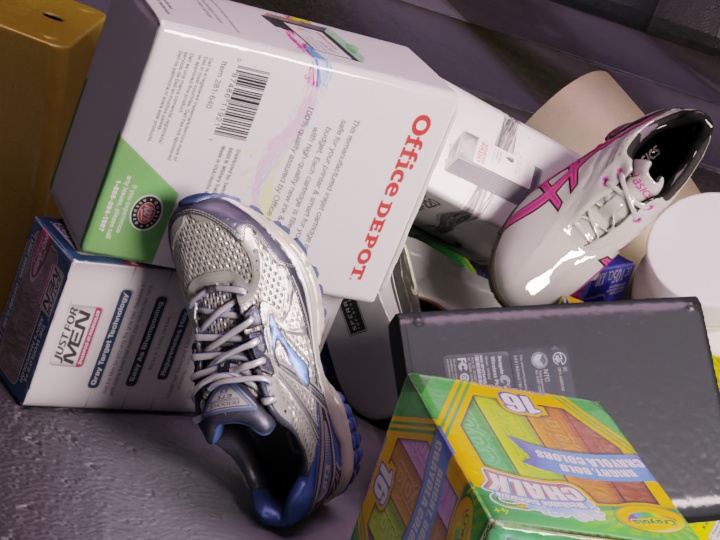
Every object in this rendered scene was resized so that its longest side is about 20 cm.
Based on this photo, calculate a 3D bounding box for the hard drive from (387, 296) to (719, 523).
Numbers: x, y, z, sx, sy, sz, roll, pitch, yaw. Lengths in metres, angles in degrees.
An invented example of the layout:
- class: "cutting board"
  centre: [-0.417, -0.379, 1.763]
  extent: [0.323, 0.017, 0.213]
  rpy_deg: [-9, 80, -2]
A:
- class: "hard drive"
  centre: [0.124, 0.089, 1.082]
  extent: [0.199, 0.140, 0.033]
  rpy_deg: [-3, -20, -14]

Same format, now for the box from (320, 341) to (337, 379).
- class: "box"
  centre: [-0.047, -0.022, 1.249]
  extent: [0.048, 0.201, 0.122]
  rpy_deg: [-13, -2, 33]

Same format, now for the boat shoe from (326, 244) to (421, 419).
- class: "boat shoe"
  centre: [0.000, 0.000, 1.213]
  extent: [0.070, 0.201, 0.064]
  rpy_deg: [-11, 4, 25]

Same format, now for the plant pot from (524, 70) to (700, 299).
- class: "plant pot"
  centre: [0.238, -0.049, 1.638]
  extent: [0.200, 0.188, 0.187]
  rpy_deg: [43, 24, 18]

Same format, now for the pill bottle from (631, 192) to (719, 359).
- class: "pill bottle"
  centre: [0.255, 0.039, 1.302]
  extent: [0.114, 0.200, 0.115]
  rpy_deg: [-4, 56, 5]

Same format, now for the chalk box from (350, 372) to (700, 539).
- class: "chalk box"
  centre: [0.086, 0.157, 0.912]
  extent: [0.124, 0.124, 0.200]
  rpy_deg: [11, 21, -21]

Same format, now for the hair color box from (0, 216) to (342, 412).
- class: "hair color box"
  centre: [-0.116, 0.031, 1.095]
  extent: [0.199, 0.100, 0.061]
  rpy_deg: [6, 25, -39]

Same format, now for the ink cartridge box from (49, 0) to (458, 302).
- class: "ink cartridge box"
  centre: [-0.063, -0.075, 1.057]
  extent: [0.199, 0.145, 0.084]
  rpy_deg: [10, 24, -30]

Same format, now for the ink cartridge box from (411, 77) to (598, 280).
- class: "ink cartridge box"
  centre: [0.083, -0.067, 1.343]
  extent: [0.200, 0.085, 0.146]
  rpy_deg: [29, -11, -15]

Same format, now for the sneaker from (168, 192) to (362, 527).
- class: "sneaker"
  centre: [-0.059, 0.053, 0.995]
  extent: [0.077, 0.201, 0.085]
  rpy_deg: [-14, 18, 29]

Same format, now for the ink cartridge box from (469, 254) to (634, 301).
- class: "ink cartridge box"
  centre: [0.138, 0.000, 1.515]
  extent: [0.200, 0.077, 0.136]
  rpy_deg: [32, 21, 26]

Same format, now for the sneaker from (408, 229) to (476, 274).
- class: "sneaker"
  centre: [-0.004, -0.007, 1.410]
  extent: [0.199, 0.074, 0.084]
  rpy_deg: [22, 44, -9]

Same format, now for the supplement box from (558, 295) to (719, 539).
- class: "supplement box"
  centre: [0.209, 0.113, 1.192]
  extent: [0.199, 0.110, 0.109]
  rpy_deg: [22, 14, -3]

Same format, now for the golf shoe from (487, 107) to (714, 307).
- class: "golf shoe"
  centre: [0.166, -0.048, 1.240]
  extent: [0.073, 0.200, 0.092]
  rpy_deg: [46, -21, -3]

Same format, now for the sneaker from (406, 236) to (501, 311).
- class: "sneaker"
  centre: [0.089, 0.052, 1.353]
  extent: [0.199, 0.073, 0.085]
  rpy_deg: [23, 48, -14]

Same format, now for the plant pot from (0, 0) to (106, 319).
- class: "plant pot"
  centre: [-0.270, -0.104, 1.189]
  extent: [0.199, 0.177, 0.200]
  rpy_deg: [20, 18, -2]
